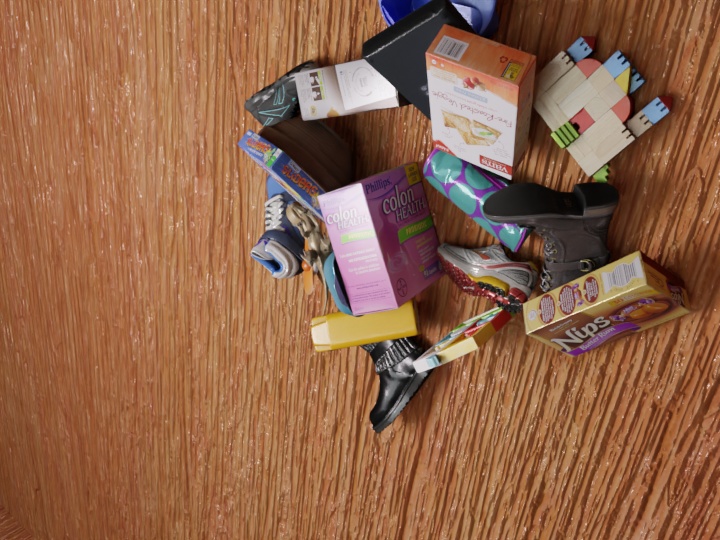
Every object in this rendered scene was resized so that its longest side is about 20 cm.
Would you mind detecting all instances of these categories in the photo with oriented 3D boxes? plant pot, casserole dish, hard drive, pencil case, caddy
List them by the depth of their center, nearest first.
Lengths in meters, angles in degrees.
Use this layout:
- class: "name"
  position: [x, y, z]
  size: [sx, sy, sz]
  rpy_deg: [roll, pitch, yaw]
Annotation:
- class: "hard drive"
  position: [0.114, -0.287, 0.992]
  size: [0.138, 0.199, 0.034]
  rpy_deg: [-20, 57, 34]
- class: "caddy"
  position: [0.115, -0.399, 1.001]
  size: [0.197, 0.104, 0.144]
  rpy_deg: [25, 121, 29]
- class: "pencil case"
  position: [0.189, -0.122, 1.071]
  size: [0.199, 0.085, 0.093]
  rpy_deg: [41, 145, 18]
- class: "casserole dish"
  position: [0.000, 0.000, 1.197]
  size: [0.038, 0.200, 0.123]
  rpy_deg: [-12, 107, 36]
- class: "plant pot"
  position: [-0.081, -0.204, 1.225]
  size: [0.200, 0.201, 0.093]
  rpy_deg: [38, 86, 21]

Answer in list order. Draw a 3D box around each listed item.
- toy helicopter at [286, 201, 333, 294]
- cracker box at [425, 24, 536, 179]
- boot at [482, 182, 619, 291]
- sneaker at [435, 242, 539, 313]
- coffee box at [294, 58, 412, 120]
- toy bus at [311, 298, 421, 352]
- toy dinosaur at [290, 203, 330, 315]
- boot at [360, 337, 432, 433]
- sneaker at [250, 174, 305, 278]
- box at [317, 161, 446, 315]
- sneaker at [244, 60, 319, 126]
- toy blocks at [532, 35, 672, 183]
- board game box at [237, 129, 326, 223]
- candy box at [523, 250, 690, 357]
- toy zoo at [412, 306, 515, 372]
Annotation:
- class: "toy helicopter"
  position: [-0.080, -0.039, 1.293]
  size: [0.202, 0.131, 0.079]
  rpy_deg: [55, 132, 7]
- class: "cracker box"
  position: [0.163, -0.223, 0.952]
  size: [0.132, 0.058, 0.201]
  rpy_deg: [27, 161, 21]
- class: "boot"
  position: [0.270, -0.034, 0.984]
  size: [0.195, 0.070, 0.176]
  rpy_deg: [-1, 134, 9]
- class: "sneaker"
  position: [0.203, -0.002, 1.126]
  size: [0.198, 0.082, 0.078]
  rpy_deg: [28, 160, 43]
- class: "coffee box"
  position: [0.006, -0.298, 1.128]
  size: [0.197, 0.114, 0.082]
  rpy_deg: [2, 109, 39]
- class: "toy bus"
  position: [0.007, 0.098, 1.228]
  size: [0.195, 0.078, 0.067]
  rpy_deg: [-11, 85, 13]
- class: "toy dinosaur"
  position: [-0.071, -0.032, 1.198]
  size: [0.057, 0.101, 0.204]
  rpy_deg: [-17, 82, 0]
- class: "boot"
  position: [0.040, 0.186, 1.318]
  size: [0.157, 0.079, 0.213]
  rpy_deg: [39, 114, 13]
- class: "sneaker"
  position: [-0.161, -0.084, 1.330]
  size: [0.080, 0.146, 0.204]
  rpy_deg: [-20, 96, 41]
- class: "box"
  position: [0.042, -0.056, 1.156]
  size: [0.095, 0.175, 0.204]
  rpy_deg: [-12, 100, 38]
- class: "sneaker"
  position: [-0.130, -0.316, 1.273]
  size: [0.198, 0.075, 0.080]
  rpy_deg: [-16, 112, 48]
- class: "toy blocks"
  position: [0.316, -0.231, 0.931]
  size: [0.136, 0.099, 0.201]
  rpy_deg: [-41, 81, 30]
- class: "board game box"
  position: [-0.105, -0.144, 1.169]
  size: [0.035, 0.200, 0.135]
  rpy_deg: [-50, 42, -2]
- class: "candy box"
  position: [0.344, 0.053, 0.994]
  size: [0.199, 0.115, 0.058]
  rpy_deg: [-33, 45, 41]
- class: "toy zoo"
  position: [0.166, 0.107, 1.108]
  size: [0.130, 0.199, 0.021]
  rpy_deg: [-31, 89, 41]
